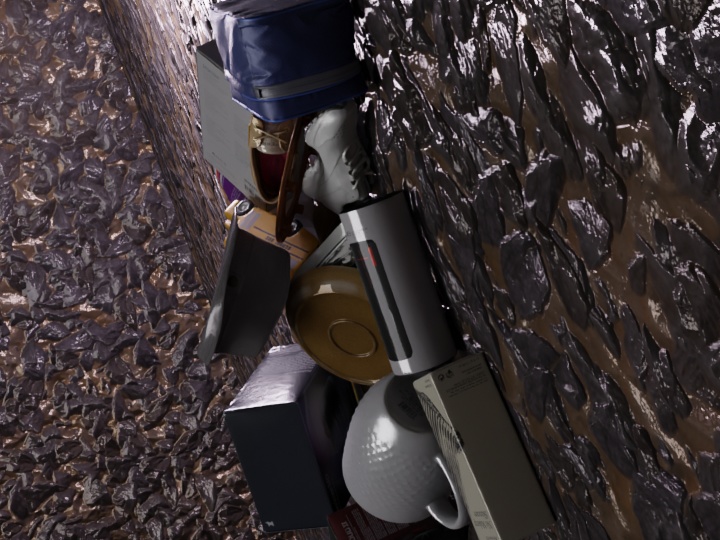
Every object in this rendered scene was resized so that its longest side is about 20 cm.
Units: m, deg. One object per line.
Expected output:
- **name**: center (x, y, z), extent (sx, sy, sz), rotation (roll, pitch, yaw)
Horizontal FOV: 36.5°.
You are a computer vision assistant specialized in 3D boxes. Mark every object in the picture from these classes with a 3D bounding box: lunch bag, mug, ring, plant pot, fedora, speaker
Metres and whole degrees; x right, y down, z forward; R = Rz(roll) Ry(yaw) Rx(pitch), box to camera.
- **lunch bag**: center (-0.084, -0.241, 1.226), extent (0.200, 0.135, 0.133), rotation (-138, 33, -63)
- **mug**: center (0.072, 0.220, 1.311), extent (0.200, 0.147, 0.176), rotation (53, 153, 28)
- **ring**: center (-0.076, -0.132, 1.391), extent (0.200, 0.019, 0.202), rotation (12, -90, -88)
- **plant pot**: center (-0.006, 0.078, 1.355), extent (0.199, 0.028, 0.201), rotation (15, 137, 14)
- **fedora**: center (-0.139, 0.028, 1.361), extent (0.177, 0.090, 0.201), rotation (120, 163, -62)
- **speaker**: center (0.043, 0.013, 1.244), extent (0.081, 0.081, 0.201), rotation (-172, 62, -73)

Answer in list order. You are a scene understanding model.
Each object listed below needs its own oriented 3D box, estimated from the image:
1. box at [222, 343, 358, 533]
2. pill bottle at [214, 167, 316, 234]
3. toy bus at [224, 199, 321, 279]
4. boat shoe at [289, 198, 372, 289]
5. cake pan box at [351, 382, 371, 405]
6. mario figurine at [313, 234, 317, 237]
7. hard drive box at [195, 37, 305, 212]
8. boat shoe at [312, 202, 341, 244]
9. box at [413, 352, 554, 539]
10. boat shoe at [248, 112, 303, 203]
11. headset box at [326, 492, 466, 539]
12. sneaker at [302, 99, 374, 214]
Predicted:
- **box**: center (-0.083, 0.235, 1.567), extent (0.199, 0.123, 0.201), rotation (-55, -48, -62)
- **pill bottle**: center (-0.140, -0.112, 1.663), extent (0.113, 0.112, 0.201), rotation (90, 155, -55)
- **toy bus**: center (-0.119, -0.032, 1.504), extent (0.199, 0.078, 0.065), rotation (23, 160, 42)
- **boat shoe**: center (-0.025, -0.002, 1.352), extent (0.064, 0.071, 0.200), rotation (52, 129, 15)
- **cake pan box**: center (0.031, 0.192, 1.596), extent (0.200, 0.052, 0.185), rotation (35, 146, 66)
- **mario figurine**: center (-0.062, 0.025, 1.574), extent (0.123, 0.106, 0.200), rotation (41, 169, 2)
- **hard drive box**: center (-0.153, -0.208, 1.532), extent (0.156, 0.077, 0.201), rotation (41, 147, 28)
- **boat shoe**: center (0.000, 0.000, 1.431), extent (0.064, 0.071, 0.201), rotation (-16, -90, -66)
- **box**: center (0.133, 0.197, 1.197), extent (0.082, 0.068, 0.201), rotation (129, 119, -72)
- **boat shoe**: center (-0.108, -0.171, 1.399), extent (0.069, 0.073, 0.201), rotation (-80, -7, -45)
- **headset box**: center (0.043, 0.372, 1.506), extent (0.077, 0.199, 0.149), rotation (56, 160, 38)
- **sneaker**: center (-0.017, -0.135, 1.311), extent (0.087, 0.074, 0.200), rotation (42, 157, 19)
